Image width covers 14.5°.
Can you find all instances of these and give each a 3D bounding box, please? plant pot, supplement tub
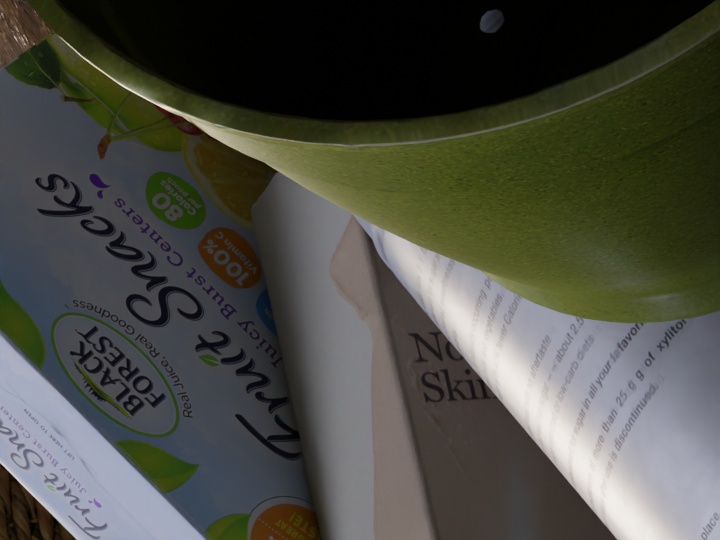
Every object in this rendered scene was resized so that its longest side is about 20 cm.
[{"bbox_3d":[0.044,-0.081,0.613,0.200,0.200,0.193,50,-179,28],"label":"plant pot"},{"bbox_3d":[0.100,0.010,0.739,0.200,0.132,0.132,50,169,28],"label":"supplement tub"}]

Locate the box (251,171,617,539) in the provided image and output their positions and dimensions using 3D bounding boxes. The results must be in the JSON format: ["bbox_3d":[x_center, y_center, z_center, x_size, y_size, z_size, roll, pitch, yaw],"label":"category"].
[{"bbox_3d":[0.037,0.050,0.864,0.078,0.095,0.200,129,132,-55],"label":"box"}]

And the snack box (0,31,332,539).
[{"bbox_3d":[-0.062,0.021,0.921,0.200,0.142,0.053,44,135,3],"label":"snack box"}]

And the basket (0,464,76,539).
[{"bbox_3d":[-0.164,0.110,1.231,0.143,0.149,0.200,96,161,-45],"label":"basket"}]

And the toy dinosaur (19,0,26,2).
[{"bbox_3d":[-0.040,-0.101,1.047,0.077,0.200,0.102,95,178,-59],"label":"toy dinosaur"}]
